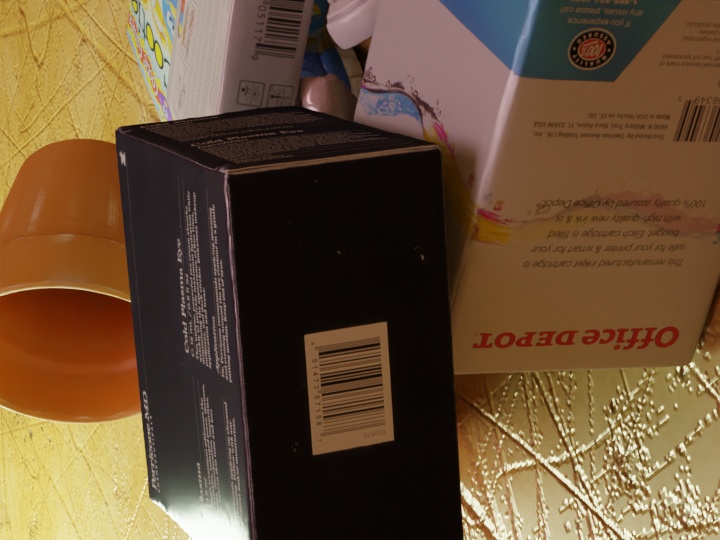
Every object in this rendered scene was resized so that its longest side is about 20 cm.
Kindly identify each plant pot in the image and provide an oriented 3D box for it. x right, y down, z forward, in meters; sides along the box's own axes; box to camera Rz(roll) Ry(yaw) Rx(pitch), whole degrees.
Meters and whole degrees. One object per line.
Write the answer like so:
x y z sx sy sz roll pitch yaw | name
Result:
-0.235 -0.002 1.615 0.200 0.200 0.184 121 156 -49 | plant pot

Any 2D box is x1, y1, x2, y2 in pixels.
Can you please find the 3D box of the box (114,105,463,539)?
-0.037 0.032 0.917 0.182 0.104 0.201 -155 59 -65 | box

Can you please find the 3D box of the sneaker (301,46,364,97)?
-0.067 -0.079 1.340 0.200 0.089 0.079 114 147 -42 | sneaker

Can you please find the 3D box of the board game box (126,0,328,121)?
-0.090 -0.188 1.298 0.200 0.103 0.105 107 143 -61 | board game box

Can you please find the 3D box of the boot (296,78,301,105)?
-0.041 -0.077 1.229 0.070 0.146 0.201 -12 81 22 | boot

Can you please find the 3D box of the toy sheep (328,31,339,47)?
0.027 -0.204 1.081 0.200 0.138 0.138 -52 44 40 | toy sheep

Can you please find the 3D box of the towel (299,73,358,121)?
0.000 0.000 1.095 0.191 0.032 0.201 22 -122 -84 | towel

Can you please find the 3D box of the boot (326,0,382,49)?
0.036 -0.209 0.979 0.096 0.200 0.074 48 169 -14 | boot

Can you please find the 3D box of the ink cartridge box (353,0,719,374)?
0.092 -0.071 0.924 0.146 0.146 0.200 -126 43 -51 | ink cartridge box

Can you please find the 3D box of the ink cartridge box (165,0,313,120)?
-0.070 -0.138 1.090 0.200 0.057 0.163 -107 25 -66 | ink cartridge box
